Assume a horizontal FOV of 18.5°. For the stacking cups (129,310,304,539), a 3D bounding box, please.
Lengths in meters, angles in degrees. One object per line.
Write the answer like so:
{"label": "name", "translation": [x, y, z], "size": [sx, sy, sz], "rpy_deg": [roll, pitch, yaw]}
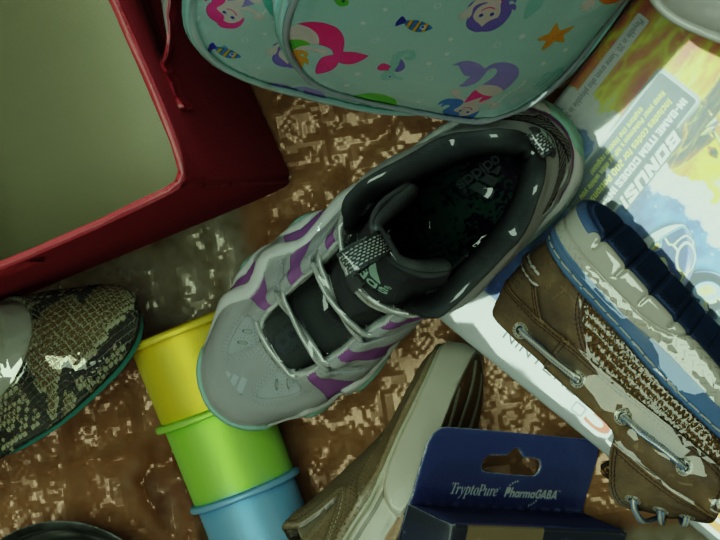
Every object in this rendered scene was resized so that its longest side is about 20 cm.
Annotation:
{"label": "stacking cups", "translation": [-0.041, 0.115, 1.001], "size": [0.060, 0.061, 0.200], "rpy_deg": [-23, 91, 12]}

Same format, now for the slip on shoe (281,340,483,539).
{"label": "slip on shoe", "translation": [-0.005, 0.116, 0.958], "size": [0.060, 0.076, 0.200], "rpy_deg": [17, 72, 19]}

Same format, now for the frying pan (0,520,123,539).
{"label": "frying pan", "translation": [-0.099, 0.176, 1.024], "size": [0.189, 0.031, 0.115], "rpy_deg": [5, 93, 14]}

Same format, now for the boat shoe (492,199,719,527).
{"label": "boat shoe", "translation": [0.135, 0.067, 0.913], "size": [0.072, 0.072, 0.200], "rpy_deg": [-42, 81, 22]}

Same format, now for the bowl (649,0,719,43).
{"label": "bowl", "translation": [0.222, -0.174, 0.888], "size": [0.199, 0.075, 0.200], "rpy_deg": [14, 100, 4]}

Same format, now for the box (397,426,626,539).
{"label": "box", "translation": [0.051, 0.169, 0.951], "size": [0.032, 0.121, 0.201], "rpy_deg": [19, 97, 43]}

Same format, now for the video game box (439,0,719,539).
{"label": "video game box", "translation": [0.151, -0.011, 0.958], "size": [0.182, 0.047, 0.200], "rpy_deg": [38, 100, 6]}

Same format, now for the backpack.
{"label": "backpack", "translation": [0.021, -0.144, 0.852], "size": [0.200, 0.177, 0.151], "rpy_deg": [-47, 43, 44]}

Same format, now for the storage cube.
{"label": "storage cube", "translation": [-0.153, -0.082, 0.952], "size": [0.200, 0.180, 0.171], "rpy_deg": [-22, 87, 12]}

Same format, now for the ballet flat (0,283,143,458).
{"label": "ballet flat", "translation": [-0.188, 0.061, 0.996], "size": [0.200, 0.075, 0.068], "rpy_deg": [-35, 45, 27]}

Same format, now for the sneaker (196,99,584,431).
{"label": "sneaker", "translation": [0.000, 0.000, 0.896], "size": [0.200, 0.140, 0.078], "rpy_deg": [-42, 88, 11]}
